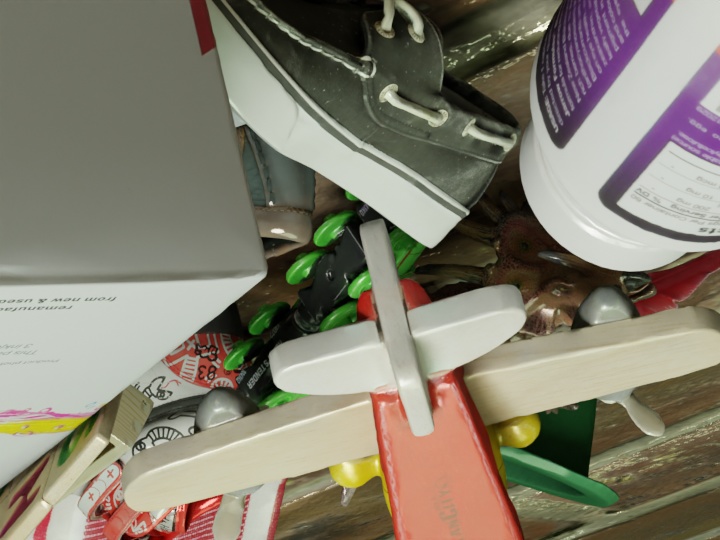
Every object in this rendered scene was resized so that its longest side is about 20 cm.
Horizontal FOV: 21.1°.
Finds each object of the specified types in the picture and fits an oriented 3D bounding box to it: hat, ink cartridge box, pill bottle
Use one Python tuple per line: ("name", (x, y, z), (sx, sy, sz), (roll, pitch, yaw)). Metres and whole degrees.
("hat", (0.096, 0.024, 1.071), (0.198, 0.178, 0.166), (20, 172, -6))
("ink cartridge box", (-0.147, -0.023, 0.559), (0.144, 0.147, 0.200), (-1, 158, -36))
("pill bottle", (0.123, -0.074, 0.667), (0.110, 0.113, 0.200), (-8, 161, -18))

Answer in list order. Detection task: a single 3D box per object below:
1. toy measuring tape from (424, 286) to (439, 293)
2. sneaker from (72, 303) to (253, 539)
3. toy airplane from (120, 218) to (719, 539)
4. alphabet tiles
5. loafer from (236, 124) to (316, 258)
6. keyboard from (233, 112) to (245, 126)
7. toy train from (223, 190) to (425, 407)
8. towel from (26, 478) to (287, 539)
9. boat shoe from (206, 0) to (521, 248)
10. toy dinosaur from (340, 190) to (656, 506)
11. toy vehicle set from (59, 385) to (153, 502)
("toy measuring tape", (-0.052, 0.052, 1.004), (0.199, 0.074, 0.074), (-36, 163, -8))
("sneaker", (-0.144, 0.084, 0.920), (0.199, 0.109, 0.067), (-13, 161, -5))
("toy airplane", (0.025, 0.058, 0.802), (0.199, 0.142, 0.200), (24, 119, -21))
("alphabet tiles", (-0.112, 0.047, 0.676), (0.006, 0.167, 0.200), (32, 120, -17))
("loafer", (-0.092, -0.005, 0.777), (0.071, 0.064, 0.199), (6, 152, -43))
("keyboard", (-0.131, -0.037, 0.706), (0.198, 0.011, 0.056), (-16, 164, 29))
("toy train", (0.000, 0.000, 0.852), (0.056, 0.042, 0.200), (-18, 155, -42))
("towel", (-0.134, 0.155, 1.058), (0.198, 0.023, 0.145), (-9, 132, -27))
("boat shoe", (-0.007, -0.072, 0.662), (0.064, 0.071, 0.200), (-45, 149, 10))
("toy dinosaur", (0.046, 0.031, 0.913), (0.199, 0.086, 0.135), (-33, 155, 15))
("toy vehicle set", (-0.190, 0.067, 0.854), (0.124, 0.027, 0.200), (37, 140, -15))
